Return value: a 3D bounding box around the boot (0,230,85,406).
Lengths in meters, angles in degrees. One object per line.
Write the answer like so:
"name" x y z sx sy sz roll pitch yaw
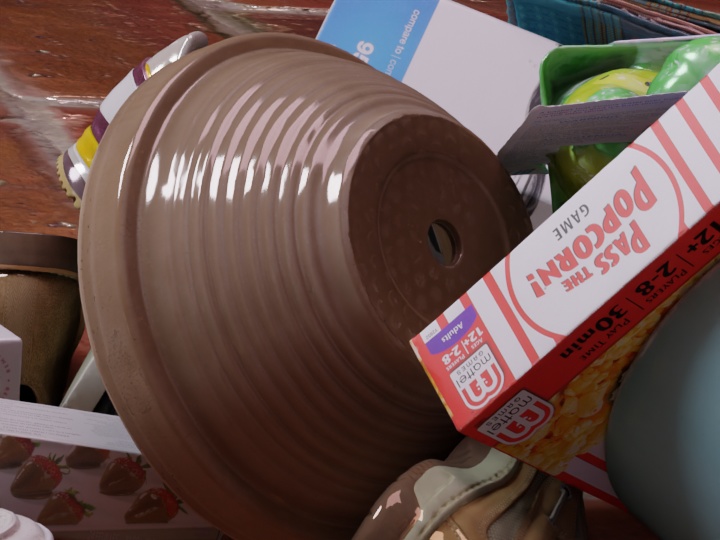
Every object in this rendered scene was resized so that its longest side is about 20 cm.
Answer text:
"boot" -0.152 0.031 1.194 0.073 0.076 0.200 3 -6 -6

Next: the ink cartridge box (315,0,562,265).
"ink cartridge box" 0.070 -0.046 1.305 0.199 0.085 0.145 22 -22 8

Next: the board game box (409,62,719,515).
"board game box" 0.135 0.021 0.980 0.200 0.151 0.046 27 27 -48

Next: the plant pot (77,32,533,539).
"plant pot" 0.000 0.000 1.019 0.200 0.202 0.092 -8 -9 -45

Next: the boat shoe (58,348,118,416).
"boat shoe" -0.080 0.043 1.154 0.066 0.075 0.199 32 1 -3

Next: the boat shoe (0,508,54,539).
"boat shoe" -0.199 0.083 0.922 0.199 0.070 0.071 1 13 -13

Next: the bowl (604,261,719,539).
"bowl" 0.196 0.064 0.943 0.200 0.201 0.105 -3 46 -31

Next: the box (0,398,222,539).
"box" -0.144 0.068 0.997 0.199 0.039 0.041 10 14 -25

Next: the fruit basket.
"fruit basket" 0.141 -0.059 1.036 0.184 0.094 0.200 -5 -11 -3

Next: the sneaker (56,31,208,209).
"sneaker" -0.027 -0.006 1.101 0.200 0.090 0.075 43 12 2

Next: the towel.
"towel" 0.141 -0.068 1.317 0.146 0.022 0.200 20 -26 19

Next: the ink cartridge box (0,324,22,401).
"ink cartridge box" -0.207 0.046 1.083 0.115 0.068 0.200 -4 16 -29

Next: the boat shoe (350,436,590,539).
"boat shoe" 0.054 0.102 0.976 0.076 0.072 0.200 34 20 12
